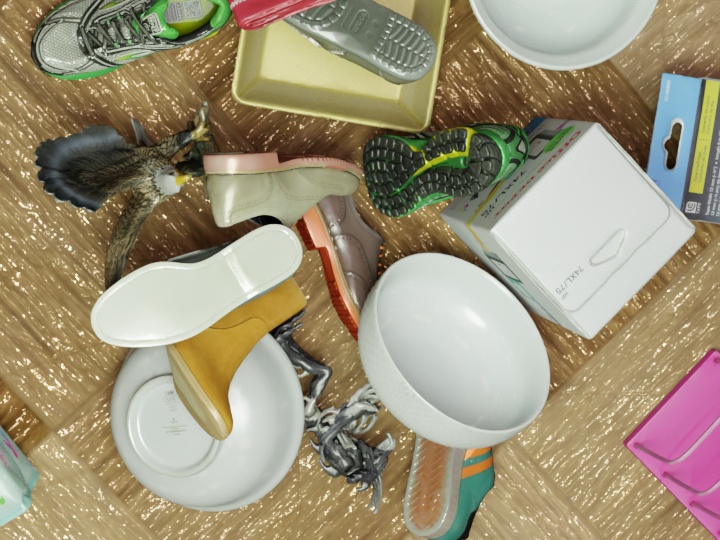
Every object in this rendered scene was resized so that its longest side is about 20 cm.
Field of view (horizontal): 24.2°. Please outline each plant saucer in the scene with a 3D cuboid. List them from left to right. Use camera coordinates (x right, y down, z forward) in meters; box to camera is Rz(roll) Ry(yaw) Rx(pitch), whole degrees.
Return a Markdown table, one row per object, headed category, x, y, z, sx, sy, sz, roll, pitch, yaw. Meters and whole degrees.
| category | x | y | z | sx | sy | sz | roll | pitch | yaw |
| --- | --- | --- | --- | --- | --- | --- | --- | --- | --- |
| plant saucer | -0.017 | -0.247 | 1.634 | 0.199 | 0.048 | 0.201 | 9 | 95 | -11 |

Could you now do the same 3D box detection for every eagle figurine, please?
| category | x | y | z | sx | sy | sz | roll | pitch | yaw |
| --- | --- | --- | --- | --- | --- | --- | --- | --- | --- |
| eagle figurine | -0.205 | -0.071 | 1.530 | 0.200 | 0.151 | 0.152 | -37 | 77 | -27 |

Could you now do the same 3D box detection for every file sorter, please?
| category | x | y | z | sx | sy | sz | roll | pitch | yaw |
| --- | --- | --- | --- | --- | --- | --- | --- | --- | --- |
| file sorter | 0.403 | 0.207 | 1.729 | 0.139 | 0.125 | 0.200 | -46 | 102 | -3 |

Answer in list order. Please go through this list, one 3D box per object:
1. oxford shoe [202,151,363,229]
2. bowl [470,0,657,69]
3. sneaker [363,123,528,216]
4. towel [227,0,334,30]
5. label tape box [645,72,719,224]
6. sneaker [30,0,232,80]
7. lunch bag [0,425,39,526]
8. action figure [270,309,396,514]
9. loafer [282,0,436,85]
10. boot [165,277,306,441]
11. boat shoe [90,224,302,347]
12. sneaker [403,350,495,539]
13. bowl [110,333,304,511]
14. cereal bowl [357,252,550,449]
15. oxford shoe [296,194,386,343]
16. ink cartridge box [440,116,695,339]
| category | x | y | z | sx | sy | sz | roll | pitch | yaw |
| --- | --- | --- | --- | --- | --- | --- | --- | --- | --- |
| oxford shoe | -0.072 | -0.072 | 1.560 | 0.199 | 0.071 | 0.074 | -2 | 93 | -48 |
| bowl | 0.188 | -0.296 | 1.639 | 0.200 | 0.090 | 0.202 | -1 | 96 | -11 |
| sneaker | 0.078 | -0.097 | 1.599 | 0.085 | 0.199 | 0.079 | -15 | 99 | -41 |
| towel | -0.076 | -0.322 | 1.558 | 0.144 | 0.023 | 0.201 | -21 | 64 | -3 |
| label tape box | 0.381 | -0.118 | 1.719 | 0.199 | 0.066 | 0.144 | 8 | 94 | -10 |
| sneaker | -0.215 | -0.235 | 1.578 | 0.199 | 0.085 | 0.078 | -20 | 100 | -7 |
| lunch bag | -0.431 | 0.199 | 1.570 | 0.199 | 0.122 | 0.171 | -33 | 104 | 3 |
| action figure | -0.017 | 0.136 | 1.646 | 0.102 | 0.119 | 0.200 | -35 | 96 | 2 |
| loafer | -0.023 | -0.232 | 1.575 | 0.200 | 0.070 | 0.075 | 36 | 73 | 4 |
| boot | -0.111 | 0.057 | 1.519 | 0.143 | 0.201 | 0.071 | -22 | 135 | -17 |
| boat shoe | -0.147 | 0.019 | 1.493 | 0.199 | 0.062 | 0.073 | -24 | 88 | -17 |
| sneaker | 0.101 | 0.179 | 1.702 | 0.080 | 0.071 | 0.201 | 30 | 74 | -51 |
| bowl | -0.159 | 0.140 | 1.588 | 0.200 | 0.090 | 0.202 | 2 | 97 | 17 |
| cereal bowl | 0.079 | 0.087 | 1.614 | 0.199 | 0.201 | 0.083 | 29 | 133 | -13 |
| oxford shoe | 0.000 | 0.000 | 1.656 | 0.072 | 0.071 | 0.201 | -26 | 100 | -12 |
| ink cartridge box | 0.195 | -0.046 | 1.621 | 0.147 | 0.200 | 0.146 | -45 | 102 | -4 |
